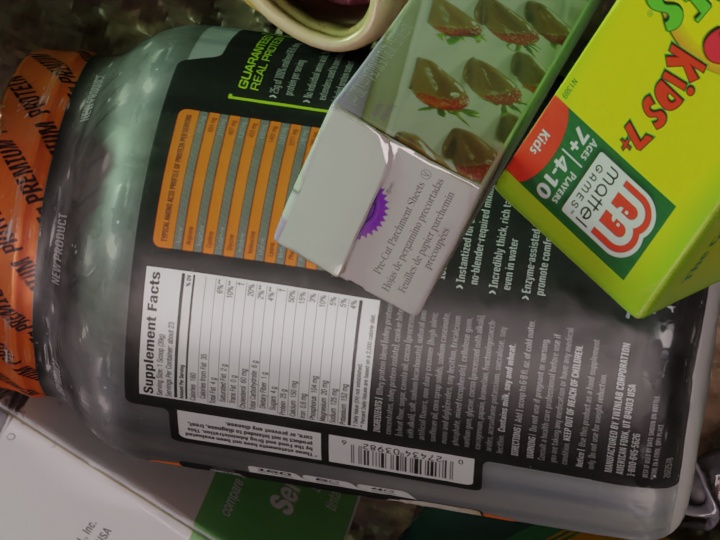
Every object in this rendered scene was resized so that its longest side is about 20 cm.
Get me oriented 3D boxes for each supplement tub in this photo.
[{"bbox_3d":[0.000,0.000,0.797,0.199,0.123,0.123,10,120,8],"label":"supplement tub"}]

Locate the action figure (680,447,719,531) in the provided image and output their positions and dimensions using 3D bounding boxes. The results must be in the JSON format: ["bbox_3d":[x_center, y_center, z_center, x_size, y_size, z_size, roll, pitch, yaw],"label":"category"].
[{"bbox_3d":[0.183,0.073,0.828,0.199,0.070,0.131,6,133,14],"label":"action figure"}]

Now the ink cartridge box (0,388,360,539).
[{"bbox_3d":[-0.121,0.076,0.886,0.199,0.084,0.146,33,120,-6],"label":"ink cartridge box"}]

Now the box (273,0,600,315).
[{"bbox_3d":[0.030,-0.054,0.715,0.039,0.200,0.042,29,121,2],"label":"box"}]

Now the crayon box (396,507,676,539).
[{"bbox_3d":[0.080,0.135,0.817,0.199,0.119,0.059,8,127,32],"label":"crayon box"}]

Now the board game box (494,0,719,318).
[{"bbox_3d":[0.121,-0.061,0.692,0.048,0.200,0.102,43,122,17],"label":"board game box"}]

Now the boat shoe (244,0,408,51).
[{"bbox_3d":[-0.047,-0.142,0.760,0.074,0.069,0.200,-34,106,26],"label":"boat shoe"}]

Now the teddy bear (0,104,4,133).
[{"bbox_3d":[-0.162,0.014,0.764,0.144,0.067,0.201,3,78,31],"label":"teddy bear"}]
